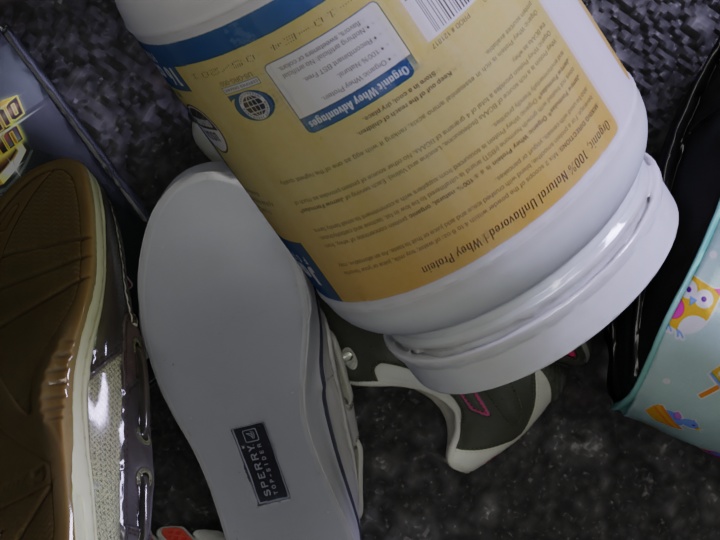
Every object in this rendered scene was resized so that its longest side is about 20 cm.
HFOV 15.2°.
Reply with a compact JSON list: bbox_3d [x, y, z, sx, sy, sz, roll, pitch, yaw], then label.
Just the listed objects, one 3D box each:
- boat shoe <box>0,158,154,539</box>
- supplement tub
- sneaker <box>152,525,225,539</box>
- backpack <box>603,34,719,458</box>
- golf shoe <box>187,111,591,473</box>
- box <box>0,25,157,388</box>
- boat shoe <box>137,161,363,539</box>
[{"bbox_3d":[-0.114,0.053,1.044,0.073,0.065,0.201,-18,56,29],"label":"boat shoe"},{"bbox_3d":[0.017,-0.069,1.005,0.144,0.145,0.200,-37,112,-5],"label":"supplement tub"},{"bbox_3d":[-0.120,0.171,1.120,0.199,0.082,0.077,-20,62,-24],"label":"sneaker"},{"bbox_3d":[0.183,-0.012,1.092,0.153,0.176,0.201,30,88,1],"label":"backpack"},{"bbox_3d":[0.000,0.000,1.128,0.200,0.077,0.088,37,92,-2],"label":"golf shoe"},{"bbox_3d":[-0.176,0.018,1.087,0.200,0.046,0.159,-37,91,-31],"label":"box"},{"bbox_3d":[-0.037,0.043,1.098,0.071,0.066,0.201,-14,112,12],"label":"boat shoe"}]
